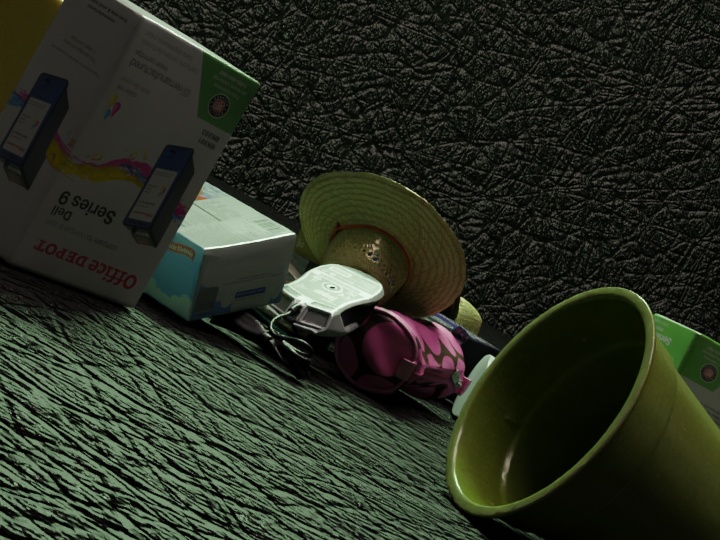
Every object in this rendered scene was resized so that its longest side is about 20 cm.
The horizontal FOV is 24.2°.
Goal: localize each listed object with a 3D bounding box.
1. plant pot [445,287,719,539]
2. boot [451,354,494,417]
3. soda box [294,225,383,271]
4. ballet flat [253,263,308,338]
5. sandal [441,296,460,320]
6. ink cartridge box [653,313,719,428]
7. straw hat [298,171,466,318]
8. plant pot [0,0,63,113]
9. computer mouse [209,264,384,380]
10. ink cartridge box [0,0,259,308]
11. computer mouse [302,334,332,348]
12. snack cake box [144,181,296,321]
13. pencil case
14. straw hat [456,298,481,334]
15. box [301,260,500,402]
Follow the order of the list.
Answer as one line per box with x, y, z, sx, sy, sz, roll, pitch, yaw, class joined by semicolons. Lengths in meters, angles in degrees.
0.197;0.150;1.246;0.190;0.200;0.200;42;-2;-22;plant pot
0.154;0.153;1.723;0.095;0.074;0.200;35;11;-7;boot
0.001;-0.034;1.853;0.064;0.068;0.200;27;8;21;soda box
-0.104;0.007;1.688;0.199;0.063;0.067;32;4;42;ballet flat
0.088;0.048;1.988;0.082;0.054;0.201;47;-26;23;sandal
0.330;0.169;1.741;0.145;0.201;0.084;27;1;-30;ink cartridge box
0.000;0.000;1.654;0.200;0.085;0.202;23;-38;20;straw hat
-0.357;-0.210;1.709;0.199;0.195;0.196;34;-1;-1;plant pot
-0.044;0.042;1.474;0.109;0.044;0.200;25;23;24;computer mouse
-0.186;-0.090;1.231;0.087;0.201;0.145;35;5;36;ink cartridge box
-0.054;0.047;1.758;0.058;0.034;0.200;30;3;-9;computer mouse
-0.167;-0.036;1.428;0.199;0.068;0.115;30;26;33;snack cake box
0.044;0.084;1.623;0.094;0.091;0.200;43;10;17;pencil case
0.110;0.071;2.216;0.200;0.086;0.201;29;4;-2;straw hat
0.036;0.064;1.868;0.141;0.079;0.199;19;10;-47;box
